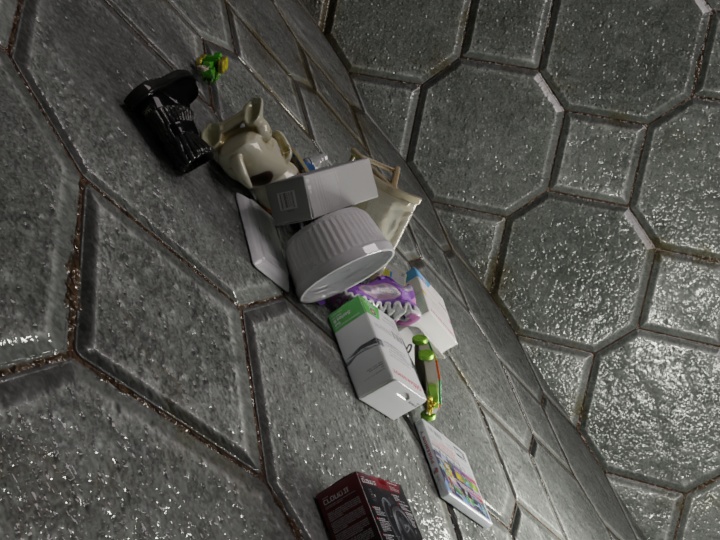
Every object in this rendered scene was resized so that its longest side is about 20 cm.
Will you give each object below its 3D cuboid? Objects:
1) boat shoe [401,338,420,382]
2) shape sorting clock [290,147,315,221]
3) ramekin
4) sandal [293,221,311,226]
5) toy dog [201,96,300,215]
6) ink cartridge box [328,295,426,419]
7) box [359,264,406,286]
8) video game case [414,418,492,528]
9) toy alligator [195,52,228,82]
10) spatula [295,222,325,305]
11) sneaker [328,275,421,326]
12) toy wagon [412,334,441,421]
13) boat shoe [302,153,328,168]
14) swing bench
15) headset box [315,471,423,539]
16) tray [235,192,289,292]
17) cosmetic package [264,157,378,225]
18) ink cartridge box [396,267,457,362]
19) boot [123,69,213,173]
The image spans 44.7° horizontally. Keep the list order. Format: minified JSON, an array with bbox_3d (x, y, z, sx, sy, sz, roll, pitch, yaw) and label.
[{"bbox_3d":[0.071,0.175,1.823,0.068,0.074,0.200,0,47,-56],"label":"boat shoe"},{"bbox_3d":[-0.109,-0.161,1.808,0.200,0.039,0.201,158,-90,-79],"label":"shape sorting clock"},{"bbox_3d":[-0.047,-0.032,1.623,0.105,0.200,0.200,61,15,12],"label":"ramekin"},{"bbox_3d":[-0.142,-0.121,1.833,0.075,0.048,0.201,-111,175,-56],"label":"sandal"},{"bbox_3d":[-0.181,-0.200,1.676,0.200,0.139,0.194,49,10,-42],"label":"toy dog"},{"bbox_3d":[0.032,0.168,1.685,0.146,0.084,0.200,39,22,-49],"label":"ink cartridge box"},{"bbox_3d":[0.000,0.000,1.896,0.199,0.048,0.117,28,19,-3],"label":"box"},{"bbox_3d":[0.191,0.418,1.799,0.200,0.023,0.183,44,19,-43],"label":"video game case"},{"bbox_3d":[-0.323,-0.426,1.877,0.200,0.059,0.054,-86,-179,-67],"label":"toy alligator"},{"bbox_3d":[-0.105,-0.029,1.727,0.057,0.020,0.201,-17,94,-75],"label":"spatula"},{"bbox_3d":[0.029,0.050,1.788,0.199,0.081,0.089,12,61,-18],"label":"sneaker"},{"bbox_3d":[0.139,0.232,1.808,0.200,0.039,0.156,-110,-165,-67],"label":"toy wagon"},{"bbox_3d":[-0.087,-0.178,1.936,0.074,0.065,0.200,58,-15,29],"label":"boat shoe"},{"bbox_3d":[0.012,-0.119,1.846,0.129,0.199,0.200,19,21,-20],"label":"swing bench"},{"bbox_3d":[0.026,0.379,1.231,0.149,0.077,0.200,35,24,-56],"label":"headset box"},{"bbox_3d":[-0.176,-0.058,1.619,0.107,0.022,0.200,41,21,-44],"label":"tray"},{"bbox_3d":[-0.070,-0.149,1.642,0.200,0.107,0.091,-19,98,-47],"label":"cosmetic package"},{"bbox_3d":[0.127,0.118,2.021,0.129,0.125,0.200,48,17,-30],"label":"ink cartridge box"},{"bbox_3d":[-0.302,-0.253,1.501,0.158,0.079,0.211,48,26,-5],"label":"boot"}]
